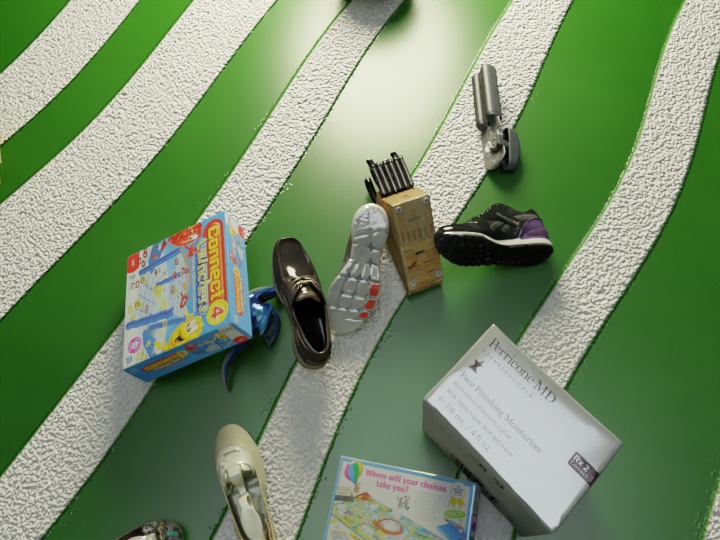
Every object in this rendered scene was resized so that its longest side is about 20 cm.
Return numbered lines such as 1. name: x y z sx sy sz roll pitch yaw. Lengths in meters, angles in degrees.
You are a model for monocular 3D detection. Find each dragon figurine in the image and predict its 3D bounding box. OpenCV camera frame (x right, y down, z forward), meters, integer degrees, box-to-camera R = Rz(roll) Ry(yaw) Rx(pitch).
1. dragon figurine: -0.159 0.081 0.923 0.096 0.059 0.206 4 65 8

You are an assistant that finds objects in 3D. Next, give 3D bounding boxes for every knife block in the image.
1. knife block: 0.063 -0.085 0.979 0.062 0.206 0.176 -17 20 -9

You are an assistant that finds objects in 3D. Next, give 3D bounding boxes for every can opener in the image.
1. can opener: 0.238 -0.265 1.052 0.065 0.053 0.207 12 63 -25

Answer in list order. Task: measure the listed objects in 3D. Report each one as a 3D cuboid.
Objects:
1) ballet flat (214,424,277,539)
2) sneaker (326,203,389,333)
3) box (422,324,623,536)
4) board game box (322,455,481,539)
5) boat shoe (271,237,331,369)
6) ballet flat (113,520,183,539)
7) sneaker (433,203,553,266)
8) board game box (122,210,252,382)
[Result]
1. ballet flat: -0.159 0.303 0.822 0.068 0.070 0.204 -23 66 -6
2. sneaker: 0.000 0.000 0.944 0.075 0.082 0.206 19 90 -2
3. box: 0.188 0.209 0.756 0.130 0.201 0.198 -42 68 -13
4. board game box: 0.050 0.330 0.775 0.194 0.034 0.139 3 66 27
5. boat shoe: -0.079 0.040 0.886 0.072 0.073 0.206 -13 76 -24
6. ballet flat: -0.337 0.393 0.798 0.196 0.073 0.073 -26 66 -6
7. sneaker: 0.200 -0.061 0.936 0.193 0.076 0.090 4 57 -17
8. board game box: -0.265 0.037 0.911 0.191 0.056 0.205 -23 56 15
